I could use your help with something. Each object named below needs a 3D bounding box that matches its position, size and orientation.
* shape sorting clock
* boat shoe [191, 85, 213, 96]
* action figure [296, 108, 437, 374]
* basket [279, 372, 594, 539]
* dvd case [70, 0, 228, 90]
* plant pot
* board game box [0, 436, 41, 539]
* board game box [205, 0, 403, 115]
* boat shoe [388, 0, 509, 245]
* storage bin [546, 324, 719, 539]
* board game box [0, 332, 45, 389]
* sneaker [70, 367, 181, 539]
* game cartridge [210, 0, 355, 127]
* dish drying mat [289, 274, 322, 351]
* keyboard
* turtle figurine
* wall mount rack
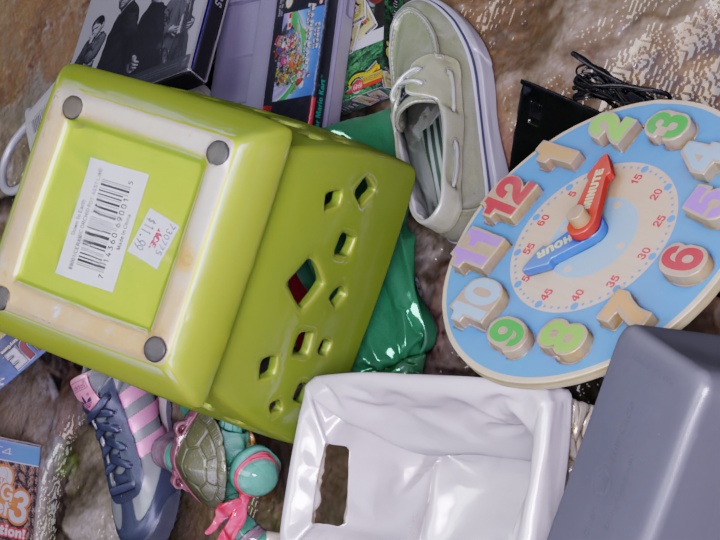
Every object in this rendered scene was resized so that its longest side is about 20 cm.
[{"bbox_3d":[0.129,-0.019,0.990,0.200,0.039,0.200,-31,33,22],"label":"shape sorting clock"},{"bbox_3d":[-0.151,-0.046,1.361,0.060,0.074,0.201,-1,88,50],"label":"boat shoe"},{"bbox_3d":[0.000,0.000,1.196,0.118,0.055,0.201,-21,71,0],"label":"action figure"},{"bbox_3d":[0.065,0.138,1.043,0.200,0.123,0.136,-1,75,47],"label":"basket"},{"bbox_3d":[-0.157,-0.213,1.385,0.150,0.025,0.201,-13,52,38],"label":"dvd case"},{"bbox_3d":[-0.111,-0.016,1.110,0.198,0.181,0.201,19,90,27],"label":"plant pot"},{"bbox_3d":[-0.355,0.241,1.463,0.159,0.097,0.201,-14,66,42],"label":"board game box"},{"bbox_3d":[-0.047,-0.156,1.340,0.200,0.023,0.105,-16,67,42],"label":"board game box"},{"bbox_3d":[0.052,-0.107,1.189,0.072,0.062,0.201,-37,52,31],"label":"boat shoe"},{"bbox_3d":[0.180,0.125,0.883,0.146,0.134,0.201,39,114,62],"label":"storage bin"},{"bbox_3d":[-0.322,0.074,1.441,0.200,0.035,0.135,-40,24,-6],"label":"board game box"},{"bbox_3d":[-0.184,0.114,1.341,0.070,0.082,0.201,-28,57,36],"label":"sneaker"},{"bbox_3d":[-0.063,-0.142,1.313,0.129,0.038,0.201,-6,73,49],"label":"game cartridge"},{"bbox_3d":[-0.024,-0.003,1.264,0.077,0.018,0.201,-32,55,37],"label":"dish drying mat"},{"bbox_3d":[0.171,-0.065,1.081,0.200,0.040,0.105,32,122,45],"label":"keyboard"},{"bbox_3d":[-0.085,0.120,1.219,0.200,0.100,0.150,24,102,55],"label":"turtle figurine"},{"bbox_3d":[-0.211,-0.105,1.460,0.200,0.074,0.174,-43,46,28],"label":"wall mount rack"}]
